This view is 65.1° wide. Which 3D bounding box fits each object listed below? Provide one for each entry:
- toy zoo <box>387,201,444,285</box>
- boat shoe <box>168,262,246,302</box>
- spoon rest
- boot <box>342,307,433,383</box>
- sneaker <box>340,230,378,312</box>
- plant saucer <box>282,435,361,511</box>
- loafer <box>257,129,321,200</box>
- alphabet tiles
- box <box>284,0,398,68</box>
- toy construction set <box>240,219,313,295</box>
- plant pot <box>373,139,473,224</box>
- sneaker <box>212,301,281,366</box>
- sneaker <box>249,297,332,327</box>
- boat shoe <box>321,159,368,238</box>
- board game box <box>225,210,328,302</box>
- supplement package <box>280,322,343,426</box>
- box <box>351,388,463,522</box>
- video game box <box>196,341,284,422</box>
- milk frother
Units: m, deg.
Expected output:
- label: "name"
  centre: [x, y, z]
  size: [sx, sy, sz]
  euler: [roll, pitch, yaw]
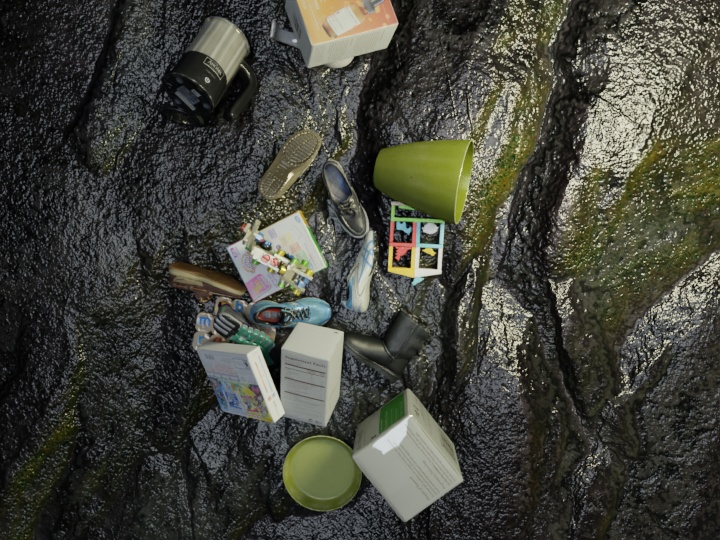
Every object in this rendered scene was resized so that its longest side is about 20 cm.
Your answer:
- label: "toy zoo"
  centre: [0.133, -0.064, 1.359]
  size: [0.131, 0.020, 0.201]
  euler: [3, 97, 2]
- label: "boat shoe"
  centre: [-0.374, 0.041, 1.368]
  size: [0.200, 0.072, 0.072]
  euler: [16, 106, 6]
- label: "spoon rest"
  centre: [-0.108, -0.530, 1.301]
  size: [0.199, 0.061, 0.100]
  euler: [9, 98, -13]
- label: "boot"
  centre: [0.066, 0.161, 1.364]
  size: [0.198, 0.073, 0.163]
  euler: [35, 99, -9]
- label: "sneaker"
  centre: [0.000, 0.000, 1.349]
  size: [0.072, 0.072, 0.201]
  euler: [14, 94, 8]
- label: "plant saucer"
  centre: [-0.096, 0.510, 1.433]
  size: [0.199, 0.031, 0.201]
  euler: [0, 96, 2]
- label: "loafer"
  centre: [-0.169, -0.247, 1.327]
  size: [0.076, 0.068, 0.200]
  euler: [41, 81, -5]
- label: "alphabet tiles"
  centre: [-0.314, 0.168, 1.407]
  size: [0.199, 0.015, 0.196]
  euler: [10, 98, 1]
- label: "box"
  centre: [-0.044, -0.555, 1.227]
  size: [0.200, 0.106, 0.153]
  euler: [-20, 88, -13]
- label: "toy construction set"
  centre: [-0.197, -0.026, 1.279]
  size: [0.200, 0.131, 0.092]
  euler: [43, 96, -3]
- label: "plant pot"
  centre: [0.137, -0.213, 1.276]
  size: [0.199, 0.187, 0.188]
  euler: [11, 98, 16]
- label: "sneaker"
  centre: [-0.267, 0.149, 1.367]
  size: [0.074, 0.088, 0.200]
  euler: [-37, 119, 13]
- label: "sneaker"
  centre: [-0.166, 0.112, 1.352]
  size: [0.199, 0.090, 0.079]
  euler: [-4, 96, -7]
- label: "boat shoe"
  centre: [-0.037, -0.168, 1.329]
  size: [0.070, 0.066, 0.200]
  euler: [-20, 96, 4]
- label: "board game box"
  centre: [-0.201, -0.034, 1.365]
  size: [0.200, 0.040, 0.153]
  euler: [-25, 95, 5]
- label: "supplement package"
  centre: [-0.114, 0.242, 1.319]
  size: [0.117, 0.117, 0.200]
  euler: [11, 119, 11]
- label: "box"
  centre: [0.108, 0.426, 1.331]
  size: [0.171, 0.199, 0.200]
  euler: [-39, 93, 6]
- label: "video game box"
  centre: [-0.284, 0.260, 1.332]
  size: [0.200, 0.047, 0.183]
  euler: [-1, 111, 41]
- label: "milk frother"
  centre: [-0.362, -0.435, 1.283]
  size: [0.200, 0.181, 0.188]
  euler: [7, 60, 29]
